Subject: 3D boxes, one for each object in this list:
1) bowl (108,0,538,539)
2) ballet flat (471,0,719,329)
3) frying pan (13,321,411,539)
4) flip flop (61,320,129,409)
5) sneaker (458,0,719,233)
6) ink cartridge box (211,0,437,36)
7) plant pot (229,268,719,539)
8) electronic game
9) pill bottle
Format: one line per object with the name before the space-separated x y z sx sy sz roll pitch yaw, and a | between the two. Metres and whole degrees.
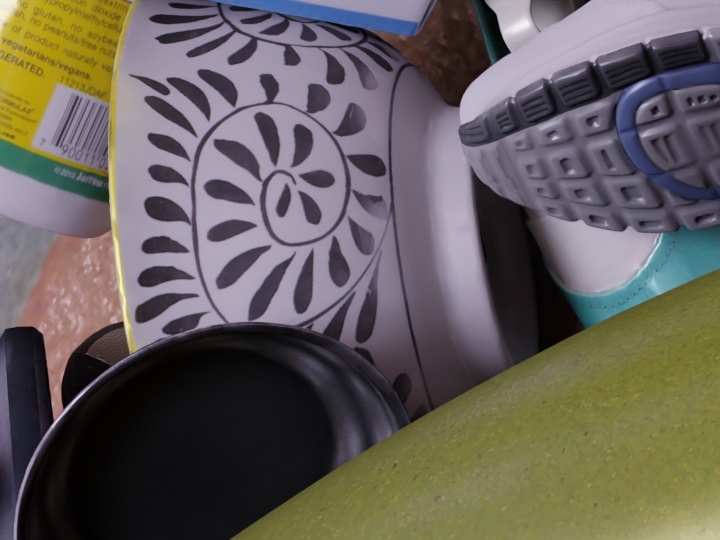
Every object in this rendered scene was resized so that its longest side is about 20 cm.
bowl | 0.000 0.000 0.822 0.094 0.201 0.202 -10 69 13
ballet flat | 0.067 -0.049 0.831 0.067 0.070 0.201 -31 59 33
frying pan | -0.017 0.083 0.753 0.115 0.190 0.031 -43 34 6
flip flop | -0.054 0.108 0.899 0.201 0.081 0.058 64 149 30
sneaker | 0.119 -0.078 0.775 0.199 0.075 0.087 -23 44 1
ink cartridge box | -0.051 -0.176 0.826 0.201 0.144 0.084 -105 31 -43
plant pot | 0.056 0.100 0.681 0.199 0.187 0.188 -15 67 15
electronic game | -0.101 0.118 0.878 0.041 0.200 0.201 -6 68 -6
pill bottle | -0.102 -0.124 0.973 0.113 0.113 0.201 31 99 42
